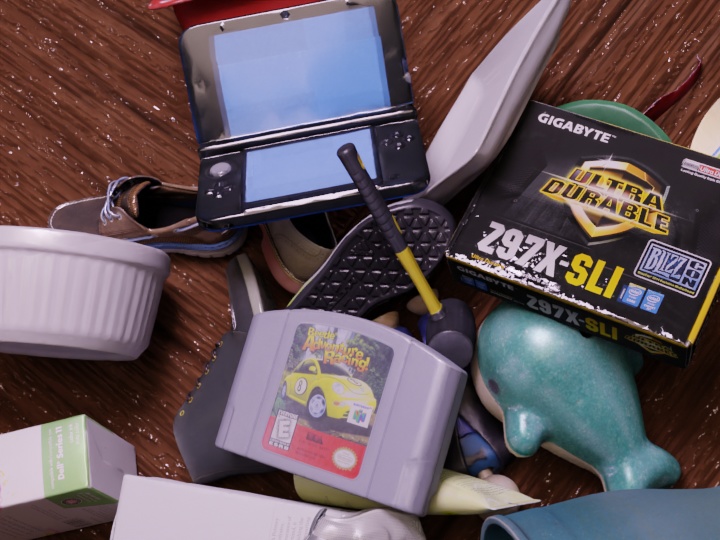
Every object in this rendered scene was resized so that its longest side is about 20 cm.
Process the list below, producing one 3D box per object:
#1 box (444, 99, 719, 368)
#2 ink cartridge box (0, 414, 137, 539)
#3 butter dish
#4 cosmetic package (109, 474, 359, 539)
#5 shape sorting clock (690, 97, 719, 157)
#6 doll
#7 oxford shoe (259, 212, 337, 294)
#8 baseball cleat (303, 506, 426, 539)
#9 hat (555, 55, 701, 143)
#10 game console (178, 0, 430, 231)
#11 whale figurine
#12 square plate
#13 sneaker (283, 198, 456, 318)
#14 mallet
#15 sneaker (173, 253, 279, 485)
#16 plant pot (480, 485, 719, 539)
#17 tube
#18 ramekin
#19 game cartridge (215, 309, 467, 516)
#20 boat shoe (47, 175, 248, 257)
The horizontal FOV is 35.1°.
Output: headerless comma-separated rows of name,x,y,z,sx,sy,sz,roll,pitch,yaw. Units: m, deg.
box,0.188,-0.033,0.881,0.199,0.049,0.160,22,71,22
ink cartridge box,-0.306,0.190,0.981,0.199,0.117,0.068,-14,65,6
butter dish,-0.088,-0.240,1.102,0.199,0.200,0.148,-15,110,2
cosmetic package,-0.099,0.232,0.931,0.199,0.074,0.102,8,80,12
shape sorting clock,0.386,-0.086,0.984,0.199,0.039,0.201,-4,71,13
doll,0.076,0.122,0.964,0.136,0.048,0.200,-28,71,-1
oxford shoe,-0.072,-0.079,1.053,0.071,0.074,0.200,-15,67,-39
baseball cleat,0.045,0.245,0.866,0.200,0.070,0.107,32,73,-19
hat,0.232,-0.075,1.027,0.200,0.176,0.166,-25,87,27
game console,-0.052,-0.138,0.970,0.199,0.119,0.171,-11,35,3
whale figurine,0.181,0.097,0.912,0.159,0.104,0.200,-28,73,-31
square plate,0.105,-0.133,0.982,0.028,0.200,0.199,32,66,-8
sneaker,0.000,0.000,0.987,0.200,0.083,0.072,-39,98,22
mallet,0.035,-0.007,0.888,0.041,0.200,0.066,-25,27,16
sneaker,-0.121,0.085,1.007,0.106,0.075,0.201,-16,67,6
plant pot,0.211,0.243,0.814,0.187,0.200,0.201,-17,65,-10
tube,0.038,0.175,0.913,0.199,0.052,0.058,1,37,34
ramekin,-0.271,0.025,1.005,0.202,0.202,0.095,2,81,13
game cartridge,-0.018,0.102,0.902,0.199,0.041,0.134,12,78,32
boat shoe,-0.210,-0.056,1.082,0.199,0.072,0.072,-3,58,9
